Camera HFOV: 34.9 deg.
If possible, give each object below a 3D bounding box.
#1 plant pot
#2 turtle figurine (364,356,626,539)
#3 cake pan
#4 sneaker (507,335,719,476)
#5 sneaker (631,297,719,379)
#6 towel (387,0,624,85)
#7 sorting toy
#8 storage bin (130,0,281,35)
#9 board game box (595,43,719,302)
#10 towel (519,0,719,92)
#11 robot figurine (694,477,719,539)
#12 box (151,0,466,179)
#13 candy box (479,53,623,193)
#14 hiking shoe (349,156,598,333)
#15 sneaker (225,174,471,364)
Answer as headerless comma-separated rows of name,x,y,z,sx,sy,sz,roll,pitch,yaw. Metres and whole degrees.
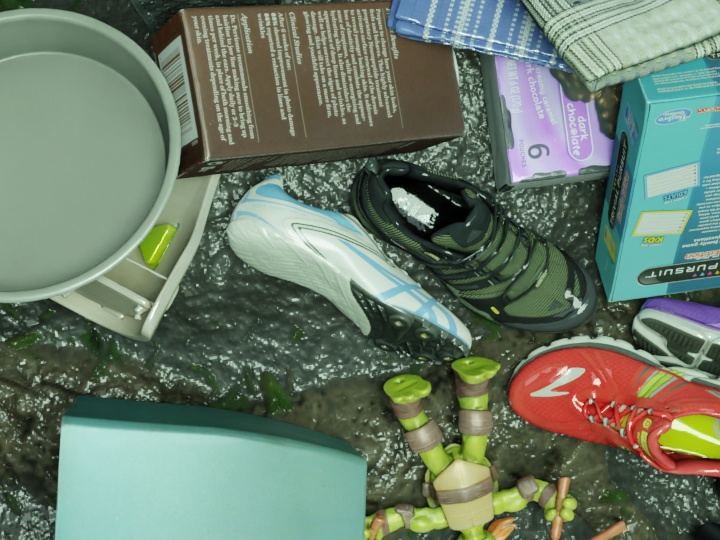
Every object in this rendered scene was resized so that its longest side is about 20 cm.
plant pot,-0.100,0.166,0.783,0.199,0.141,0.142,3,89,-9
turtle figurine,0.081,0.146,0.821,0.199,0.064,0.162,-11,104,5
cake pan,-0.212,-0.071,0.735,0.199,0.037,0.201,0,73,1
sneaker,0.197,0.099,0.798,0.199,0.085,0.077,9,107,18
sneaker,0.298,0.044,0.837,0.199,0.081,0.084,8,63,0
towel,0.129,-0.202,0.779,0.199,0.024,0.146,14,74,2
sorting toy,-0.179,-0.065,0.807,0.199,0.107,0.181,27,76,9
storage bin,-0.105,-0.237,0.755,0.093,0.200,0.136,-5,89,-1
board game box,0.246,-0.065,0.771,0.150,0.200,0.047,-7,52,-2
towel,0.184,-0.214,0.733,0.199,0.035,0.193,-21,59,-13
robot figurine,0.340,0.208,0.802,0.199,0.125,0.151,22,129,-1
box,-0.033,-0.126,0.782,0.199,0.075,0.101,-9,89,-27
candy box,0.189,-0.154,0.826,0.199,0.072,0.169,-8,88,-2
hiking shoe,0.081,-0.014,0.806,0.199,0.101,0.076,28,89,-1
sneaker,0.000,0.000,0.824,0.199,0.072,0.073,33,60,-8
